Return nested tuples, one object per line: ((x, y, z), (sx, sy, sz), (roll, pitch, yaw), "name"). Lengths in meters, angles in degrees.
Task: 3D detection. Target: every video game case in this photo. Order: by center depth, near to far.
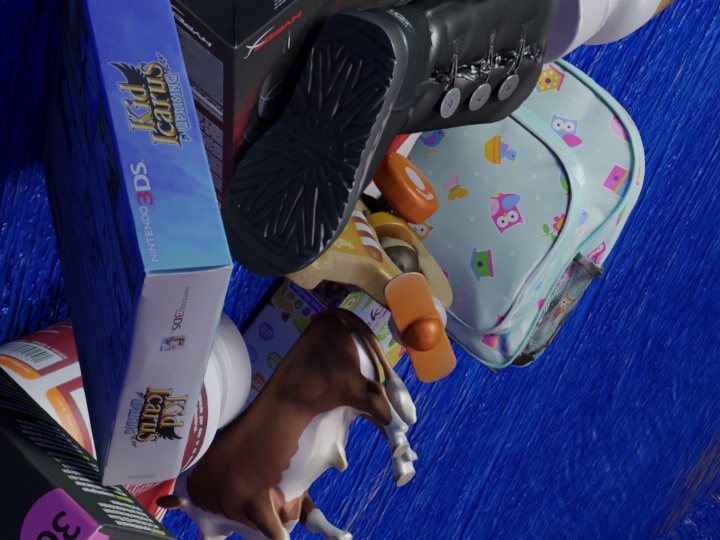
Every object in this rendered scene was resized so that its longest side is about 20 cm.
((-0.111, -0.029, 1.161), (0.045, 0.201, 0.182), (-5, 146, -15), "video game case")

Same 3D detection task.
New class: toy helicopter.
((0.000, 0.000, 1.413), (0.079, 0.133, 0.200), (-39, 163, 18), "toy helicopter")

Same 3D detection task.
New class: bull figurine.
((-0.043, 0.119, 1.494), (0.065, 0.121, 0.200), (-8, 139, -54), "bull figurine")

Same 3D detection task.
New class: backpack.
((0.091, -0.055, 1.614), (0.200, 0.176, 0.153), (-52, 166, 0), "backpack")

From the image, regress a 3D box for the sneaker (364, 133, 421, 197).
((0.003, -0.103, 1.462), (0.115, 0.078, 0.200), (-27, 152, -52), "sneaker")

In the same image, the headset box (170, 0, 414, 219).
((-0.042, -0.126, 1.305), (0.149, 0.077, 0.200), (-41, 160, -23), "headset box")

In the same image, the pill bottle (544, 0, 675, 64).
((0.152, -0.206, 1.513), (0.200, 0.114, 0.115), (-37, 160, -44), "pill bottle")

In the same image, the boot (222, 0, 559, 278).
((0.021, -0.084, 1.328), (0.165, 0.066, 0.200), (-57, 165, 28), "boot")

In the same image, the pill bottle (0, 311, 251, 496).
((-0.155, 0.082, 1.415), (0.200, 0.113, 0.113), (-23, 150, -52), "pill bottle")

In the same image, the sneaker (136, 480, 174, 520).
((-0.182, 0.173, 1.562), (0.200, 0.078, 0.116), (-35, 150, -33), "sneaker")

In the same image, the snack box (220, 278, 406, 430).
((-0.023, 0.053, 1.767), (0.142, 0.053, 0.200), (-54, 161, 15), "snack box")

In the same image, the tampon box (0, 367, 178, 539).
((-0.221, 0.120, 1.194), (0.150, 0.200, 0.126), (-49, 163, 2), "tampon box")
